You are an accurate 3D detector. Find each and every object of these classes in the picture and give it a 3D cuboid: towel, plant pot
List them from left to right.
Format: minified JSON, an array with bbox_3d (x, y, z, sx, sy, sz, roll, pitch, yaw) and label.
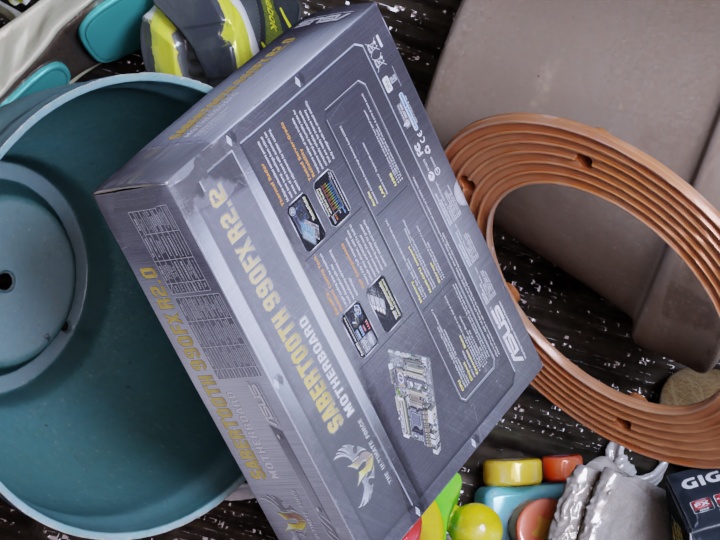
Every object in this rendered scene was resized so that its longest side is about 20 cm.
[{"bbox_3d":[-0.135,0.010,0.894,0.200,0.134,0.201,-6,99,-41],"label":"plant pot"},{"bbox_3d":[0.115,0.200,0.978,0.132,0.034,0.200,32,76,-44],"label":"towel"},{"bbox_3d":[0.123,-0.070,0.963,0.174,0.200,0.201,20,83,6],"label":"plant pot"}]

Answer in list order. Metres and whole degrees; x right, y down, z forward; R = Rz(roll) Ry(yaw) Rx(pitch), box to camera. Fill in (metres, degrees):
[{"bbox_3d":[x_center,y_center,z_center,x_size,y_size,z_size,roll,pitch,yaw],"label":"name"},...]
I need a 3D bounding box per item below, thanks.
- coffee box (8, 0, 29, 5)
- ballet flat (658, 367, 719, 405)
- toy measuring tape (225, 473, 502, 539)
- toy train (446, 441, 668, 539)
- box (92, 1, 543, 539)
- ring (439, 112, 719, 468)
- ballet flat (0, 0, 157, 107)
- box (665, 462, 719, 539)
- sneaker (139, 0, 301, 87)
[{"bbox_3d":[-0.196,-0.268,0.859,0.199,0.200,0.198,29,81,5],"label":"coffee box"},{"bbox_3d":[0.244,0.116,1.026,0.200,0.072,0.068,44,67,-7],"label":"ballet flat"},{"bbox_3d":[-0.032,0.130,0.930,0.200,0.074,0.074,0,87,-4],"label":"toy measuring tape"},{"bbox_3d":[0.065,0.075,0.997,0.200,0.056,0.150,38,80,-8],"label":"toy train"},{"bbox_3d":[-0.011,0.008,0.870,0.158,0.048,0.200,-46,118,-40],"label":"box"},{"bbox_3d":[0.114,0.009,0.898,0.200,0.200,0.019,49,62,-7],"label":"ring"},{"bbox_3d":[-0.149,-0.119,0.956,0.200,0.069,0.070,-38,96,-11],"label":"ballet flat"},{"bbox_3d":[0.240,0.170,0.973,0.159,0.046,0.200,-14,123,-1],"label":"box"},{"bbox_3d":[-0.041,-0.051,0.968,0.085,0.074,0.200,-31,115,-49],"label":"sneaker"}]
